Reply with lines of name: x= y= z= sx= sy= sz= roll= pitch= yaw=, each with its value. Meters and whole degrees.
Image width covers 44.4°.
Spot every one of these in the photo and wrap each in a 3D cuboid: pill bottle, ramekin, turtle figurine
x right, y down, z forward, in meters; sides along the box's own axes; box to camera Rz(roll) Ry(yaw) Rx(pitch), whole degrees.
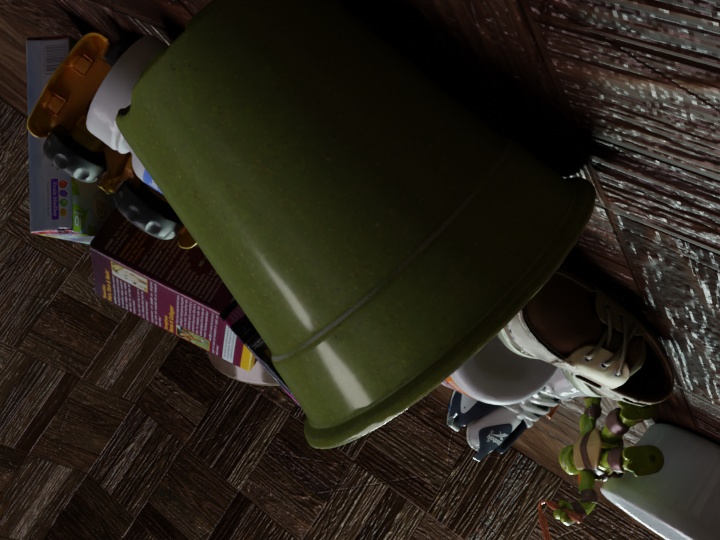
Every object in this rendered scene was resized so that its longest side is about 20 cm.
pill bottle: x=0.095 y=0.055 z=0.811 sx=0.109 sy=0.110 sz=0.200 roll=35 pitch=172 yaw=-13
ramekin: x=0.365 y=0.247 z=0.927 sx=0.200 sy=0.098 sz=0.200 roll=33 pitch=173 yaw=4
pill bottle: x=-0.114 y=-0.097 z=0.727 sx=0.200 sy=0.114 sz=0.114 roll=34 pitch=173 yaw=-4
turtle figurine: x=0.246 y=0.193 z=0.904 sx=0.064 sy=0.201 sz=0.161 roll=21 pitch=154 yaw=-9

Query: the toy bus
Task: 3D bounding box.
toy bus: x=-0.208 y=-0.138 z=0.898 sx=0.200 sy=0.136 sz=0.192 roll=36 pitch=-171 yaw=-12

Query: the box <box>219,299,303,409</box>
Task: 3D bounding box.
box: x=-0.028 y=0.046 z=0.760 sx=0.115 sy=0.132 sz=0.200 roll=49 pitch=171 yaw=-13

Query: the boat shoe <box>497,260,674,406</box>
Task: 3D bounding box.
boat shoe: x=0.167 y=0.045 z=0.622 sx=0.074 sy=0.076 sz=0.200 roll=19 pitch=173 yaw=44

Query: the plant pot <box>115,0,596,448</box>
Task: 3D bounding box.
plant pot: x=-0.017 y=-0.048 z=0.457 sx=0.190 sy=0.200 sz=0.200 roll=48 pitch=171 yaw=-7

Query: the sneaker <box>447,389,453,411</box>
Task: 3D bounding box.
sneaker: x=0.157 y=0.150 z=1.044 sx=0.088 sy=0.076 sz=0.200 roll=20 pitch=177 yaw=5

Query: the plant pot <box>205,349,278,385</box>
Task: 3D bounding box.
plant pot: x=-0.105 y=0.016 z=1.100 sx=0.200 sy=0.200 sz=0.175 roll=27 pitch=132 yaw=41

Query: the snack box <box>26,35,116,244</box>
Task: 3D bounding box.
snack box: x=-0.304 y=-0.134 z=0.954 sx=0.053 sy=0.201 sz=0.142 roll=-2 pitch=177 yaw=8

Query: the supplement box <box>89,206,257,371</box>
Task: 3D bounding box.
supplement box: x=-0.185 y=0.013 z=0.963 sx=0.199 sy=0.086 sz=0.110 roll=27 pitch=149 yaw=3

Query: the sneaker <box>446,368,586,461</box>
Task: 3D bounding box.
sneaker: x=0.160 y=0.132 z=0.861 sx=0.199 sy=0.130 sz=0.079 roll=6 pitch=153 yaw=46
